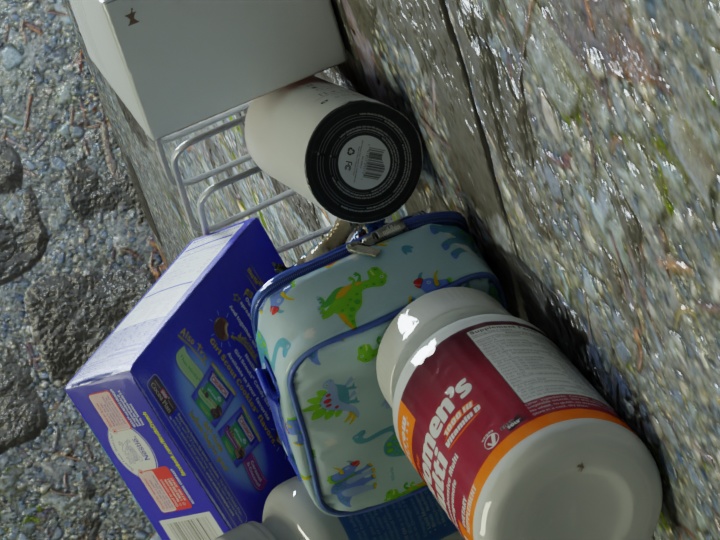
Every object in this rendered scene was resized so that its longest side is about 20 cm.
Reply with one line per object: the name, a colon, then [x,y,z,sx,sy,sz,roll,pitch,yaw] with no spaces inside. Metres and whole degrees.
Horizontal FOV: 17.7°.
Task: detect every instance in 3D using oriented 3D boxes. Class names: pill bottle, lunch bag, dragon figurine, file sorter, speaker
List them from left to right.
file sorter: [-0.103,-0.118,1.820,0.139,0.124,0.201,82,162,-60]
speaker: [-0.022,-0.086,1.563,0.200,0.081,0.082,-146,34,-72]
dragon figurine: [0.000,0.000,1.713,0.059,0.099,0.200,62,-172,26]
pill bottle: [0.001,0.183,1.614,0.112,0.199,0.113,47,149,39]
lunch bag: [0.015,0.062,1.467,0.200,0.160,0.083,77,166,-51]
pill bottle: [0.083,0.092,1.310,0.200,0.109,0.110,-129,18,-58]

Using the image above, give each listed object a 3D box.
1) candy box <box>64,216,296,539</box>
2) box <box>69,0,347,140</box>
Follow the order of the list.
candy box: [-0.104,0.088,1.704,0.077,0.200,0.170,-14,115,37]
box: [-0.119,-0.195,1.631,0.200,0.152,0.107,-129,19,-61]
